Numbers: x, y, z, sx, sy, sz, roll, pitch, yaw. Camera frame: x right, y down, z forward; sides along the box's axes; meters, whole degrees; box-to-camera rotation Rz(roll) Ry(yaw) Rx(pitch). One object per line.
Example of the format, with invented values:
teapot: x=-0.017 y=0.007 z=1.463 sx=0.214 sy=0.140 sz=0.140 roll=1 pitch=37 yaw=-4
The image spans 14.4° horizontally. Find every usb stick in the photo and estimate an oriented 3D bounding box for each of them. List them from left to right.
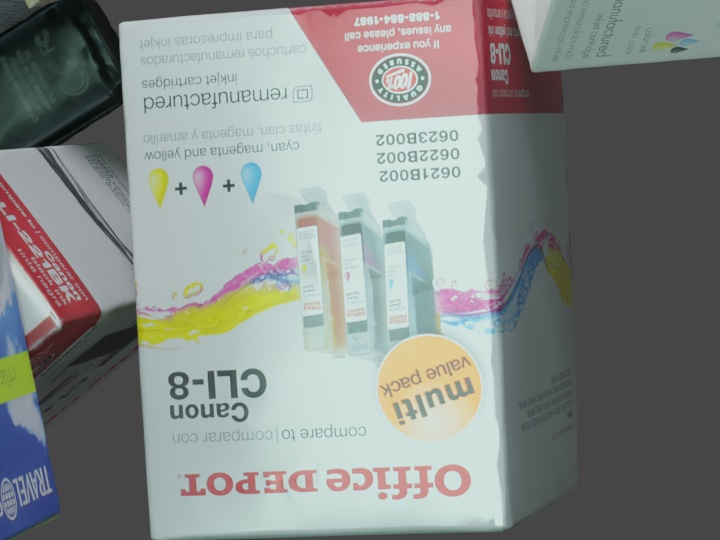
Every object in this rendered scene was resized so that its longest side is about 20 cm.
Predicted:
usb stick: x=-0.187 y=-0.048 z=1.220 sx=0.200 sy=0.033 sz=0.056 roll=-31 pitch=81 yaw=15

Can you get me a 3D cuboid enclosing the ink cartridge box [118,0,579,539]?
ink cartridge box: x=0.000 y=0.000 z=1.112 sx=0.145 sy=0.145 sz=0.201 roll=-3 pitch=92 yaw=15

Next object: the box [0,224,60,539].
box: x=-0.153 y=0.021 z=0.962 sx=0.048 sy=0.122 sz=0.201 roll=-12 pitch=92 yaw=12

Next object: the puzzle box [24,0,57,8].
puzzle box: x=-0.120 y=-0.212 z=1.151 sx=0.025 sy=0.133 sz=0.200 roll=-33 pitch=81 yaw=50

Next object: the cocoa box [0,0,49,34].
cocoa box: x=-0.227 y=-0.177 z=1.173 sx=0.131 sy=0.133 sz=0.200 roll=-28 pitch=85 yaw=14

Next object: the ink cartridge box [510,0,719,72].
ink cartridge box: x=0.159 y=-0.138 z=1.035 sx=0.199 sy=0.117 sz=0.068 roll=-6 pitch=58 yaw=-13

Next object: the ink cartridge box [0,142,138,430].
ink cartridge box: x=-0.159 y=0.025 z=1.129 sx=0.144 sy=0.200 sz=0.084 roll=-40 pitch=85 yaw=13
